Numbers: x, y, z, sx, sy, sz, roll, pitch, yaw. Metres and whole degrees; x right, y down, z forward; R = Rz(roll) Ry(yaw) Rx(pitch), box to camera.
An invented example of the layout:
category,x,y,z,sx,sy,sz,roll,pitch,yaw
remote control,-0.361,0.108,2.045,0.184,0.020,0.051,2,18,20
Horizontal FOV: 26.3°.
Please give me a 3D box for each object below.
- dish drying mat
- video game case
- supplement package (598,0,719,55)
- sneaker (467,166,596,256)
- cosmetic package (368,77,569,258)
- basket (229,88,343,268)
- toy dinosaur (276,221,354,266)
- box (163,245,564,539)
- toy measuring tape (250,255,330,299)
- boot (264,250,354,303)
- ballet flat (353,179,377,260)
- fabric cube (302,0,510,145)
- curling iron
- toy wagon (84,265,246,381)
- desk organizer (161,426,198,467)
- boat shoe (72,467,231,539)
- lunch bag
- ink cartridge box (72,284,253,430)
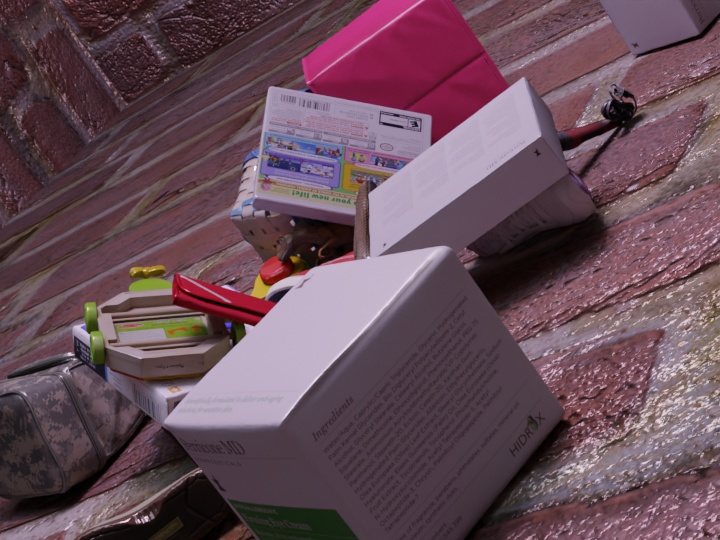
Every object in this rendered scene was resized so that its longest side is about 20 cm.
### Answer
category,x,y,z,sx,sy,sz,roll,pitch,yaw
dish drying mat,-0.093,0.043,1.553,0.077,0.198,0.018,-119,46,-73
video game case,-0.018,-0.125,1.757,0.022,0.198,0.183,107,170,-48
supplement package,0.376,-0.361,1.783,0.200,0.117,0.117,-46,19,-28
sneaker,0.160,-0.051,1.492,0.100,0.075,0.200,-49,11,-15
cosmetic package,0.097,-0.082,1.462,0.199,0.052,0.151,-36,20,17
basket,-0.058,-0.093,1.855,0.138,0.177,0.201,-11,43,33
toy dinosaur,0.004,-0.045,1.745,0.198,0.061,0.107,-12,45,-17
box,0.001,0.112,1.175,0.200,0.172,0.198,-45,19,-27
toy measuring tape,-0.119,0.035,1.775,0.199,0.074,0.074,-27,18,6
boot,0.000,0.000,1.660,0.199,0.073,0.145,-12,28,38
ballet flat,0.009,-0.031,1.559,0.046,0.068,0.201,-28,27,14
fabric cube,0.064,-0.229,1.915,0.199,0.201,0.196,-36,16,6
curling iron,0.210,-0.144,1.579,0.199,0.050,0.025,-25,35,-30
toy wagon,-0.205,0.051,1.583,0.153,0.040,0.200,-4,24,-14
desk organizer,-0.187,0.139,1.642,0.072,0.077,0.200,-39,17,-11
boat shoe,-0.199,0.248,1.420,0.199,0.072,0.076,-29,2,-1
lunch bag,-0.357,0.171,1.812,0.167,0.141,0.199,-29,9,-42
ink cartridge box,-0.168,0.086,1.609,0.199,0.044,0.197,-17,29,-34
